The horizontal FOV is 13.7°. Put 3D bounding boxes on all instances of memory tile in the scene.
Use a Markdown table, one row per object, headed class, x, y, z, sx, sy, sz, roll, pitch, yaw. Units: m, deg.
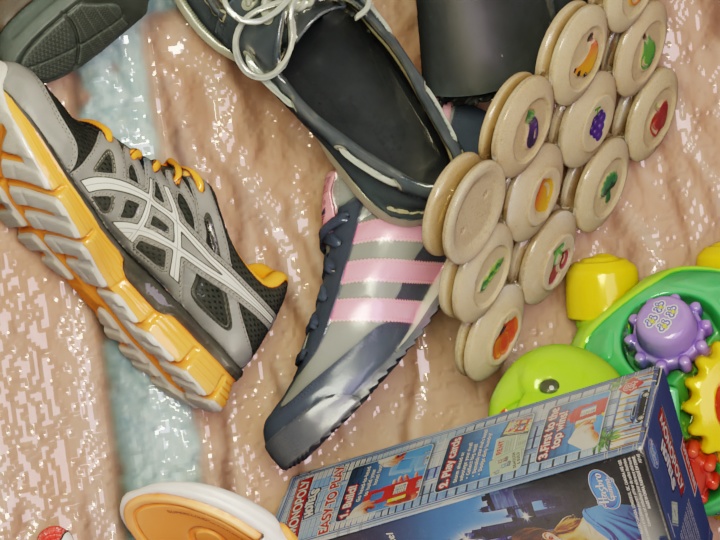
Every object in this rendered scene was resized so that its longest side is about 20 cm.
| class | x | y | z | sx | sy | sz | roll | pitch | yaw |
| --- | --- | --- | --- | --- | --- | --- | --- | --- | --- |
| memory tile | 0.095 | -0.054 | 1.415 | 0.200 | 0.017 | 0.154 | -53 | 151 | -25 |

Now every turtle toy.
| class | x | y | z | sx | sy | sz | roll | pitch | yaw |
| --- | --- | --- | --- | --- | --- | --- | --- | --- | --- |
| turtle toy | 0.149 | 0.064 | 1.465 | 0.199 | 0.101 | 0.147 | -6 | 94 | -23 |

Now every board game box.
| class | x | y | z | sx | sy | sz | roll | pitch | yaw |
| --- | --- | --- | --- | --- | --- | --- | --- | --- | --- |
| board game box | 0.066 | 0.148 | 1.414 | 0.062 | 0.199 | 0.201 | -68 | 147 | -50 |

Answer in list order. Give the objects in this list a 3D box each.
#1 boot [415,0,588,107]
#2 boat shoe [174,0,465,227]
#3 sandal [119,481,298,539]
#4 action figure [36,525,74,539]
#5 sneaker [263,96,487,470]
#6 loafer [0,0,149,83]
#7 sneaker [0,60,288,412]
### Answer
| class | x | y | z | sx | sy | sz | roll | pitch | yaw |
| --- | --- | --- | --- | --- | --- | --- | --- | --- | --- |
| boot | 0.079 | -0.187 | 1.437 | 0.200 | 0.076 | 0.169 | -40 | 125 | -42 |
| boat shoe | -0.024 | -0.106 | 1.379 | 0.075 | 0.062 | 0.200 | -34 | 85 | -13 |
| sandal | -0.038 | 0.181 | 1.394 | 0.207 | 0.079 | 0.059 | 48 | 48 | -20 |
| action figure | -0.108 | 0.196 | 1.334 | 0.065 | 0.201 | 0.052 | -26 | 145 | -2 |
| sneaker | 0.000 | 0.000 | 1.424 | 0.082 | 0.070 | 0.200 | 38 | 72 | -4 |
| loafer | -0.093 | -0.166 | 1.333 | 0.200 | 0.072 | 0.063 | -37 | 67 | 9 |
| sneaker | -0.108 | -0.026 | 1.364 | 0.077 | 0.078 | 0.200 | -48 | 122 | -17 |
